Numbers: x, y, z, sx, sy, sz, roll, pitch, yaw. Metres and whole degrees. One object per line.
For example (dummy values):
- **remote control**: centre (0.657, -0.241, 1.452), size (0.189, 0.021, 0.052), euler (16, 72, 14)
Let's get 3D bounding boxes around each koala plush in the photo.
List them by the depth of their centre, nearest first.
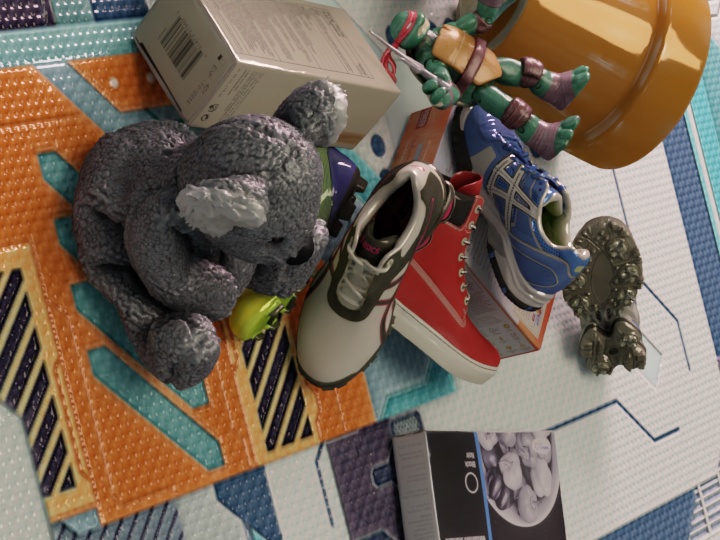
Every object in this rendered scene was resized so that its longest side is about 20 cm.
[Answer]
- **koala plush**: centre (-0.097, -0.049, 1.446), size (0.184, 0.200, 0.177), euler (50, 54, -6)

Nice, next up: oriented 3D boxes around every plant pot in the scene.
- **plant pot**: centre (0.195, -0.220, 1.912), size (0.182, 0.200, 0.202), euler (22, 62, -29)

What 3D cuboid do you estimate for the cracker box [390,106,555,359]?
- **cracker box**: centre (0.102, -0.035, 1.830), size (0.200, 0.057, 0.135), euler (50, 44, -31)

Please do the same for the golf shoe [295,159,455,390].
- **golf shoe**: centre (0.000, 0.000, 1.617), size (0.201, 0.077, 0.088), euler (-62, 167, 3)

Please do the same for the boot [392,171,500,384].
- **boot**: centre (0.082, 0.000, 1.727), size (0.145, 0.072, 0.200), euler (-50, 127, 2)

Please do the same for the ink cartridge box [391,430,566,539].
- **ink cartridge box**: centre (0.111, 0.239, 1.770), size (0.197, 0.043, 0.202), euler (5, 77, -51)

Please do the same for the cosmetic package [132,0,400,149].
- **cosmetic package**: centre (-0.072, -0.162, 1.612), size (0.199, 0.071, 0.106), euler (6, 44, -50)

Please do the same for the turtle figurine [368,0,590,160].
- **turtle figurine**: centre (0.096, -0.180, 1.727), size (0.199, 0.101, 0.151), euler (29, 68, -16)

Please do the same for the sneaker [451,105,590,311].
- **sneaker**: centre (0.140, -0.069, 1.767), size (0.075, 0.077, 0.202), euler (0, 64, -52)

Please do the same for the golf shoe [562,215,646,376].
- **golf shoe**: centre (0.228, 0.006, 1.937), size (0.201, 0.077, 0.098), euler (80, 7, -47)

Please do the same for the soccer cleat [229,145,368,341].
- **soccer cleat**: centre (-0.066, -0.026, 1.630), size (0.083, 0.065, 0.201), euler (33, 53, -4)

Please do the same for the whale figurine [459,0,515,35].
- **whale figurine**: centre (0.107, -0.295, 1.831), size (0.103, 0.159, 0.201), euler (21, 37, -43)
